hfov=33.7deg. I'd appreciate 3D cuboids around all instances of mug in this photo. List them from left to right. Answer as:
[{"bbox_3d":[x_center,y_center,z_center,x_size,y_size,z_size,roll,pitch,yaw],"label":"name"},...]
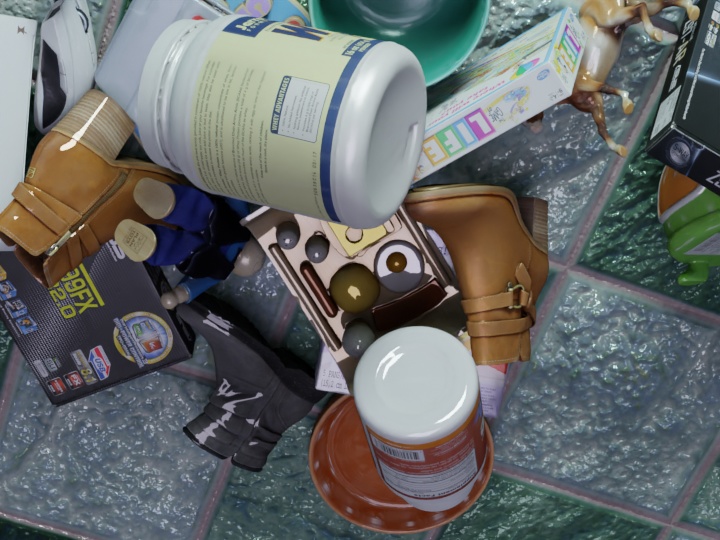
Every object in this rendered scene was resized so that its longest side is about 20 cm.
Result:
[{"bbox_3d":[0.021,-0.232,1.016,0.152,0.115,0.185,37,112,-18],"label":"mug"}]

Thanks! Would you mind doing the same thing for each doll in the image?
[{"bbox_3d":[-0.149,-0.025,1.095,0.048,0.200,0.137,27,94,24],"label":"doll"}]

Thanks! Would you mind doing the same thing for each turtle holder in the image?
[{"bbox_3d":[0.362,-0.072,1.086,0.184,0.133,0.141,-12,161,4],"label":"turtle holder"}]

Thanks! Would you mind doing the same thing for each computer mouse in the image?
[{"bbox_3d":[-0.250,-0.208,1.042,0.043,0.110,0.201,14,125,-1],"label":"computer mouse"}]

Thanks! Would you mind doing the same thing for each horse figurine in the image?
[{"bbox_3d":[0.218,-0.195,1.047,0.050,0.133,0.201,10,112,-33],"label":"horse figurine"}]

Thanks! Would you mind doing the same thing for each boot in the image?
[{"bbox_3d":[-0.234,-0.044,1.072,0.155,0.073,0.200,-59,137,-20],"label":"boot"},{"bbox_3d":[-0.135,0.118,1.187,0.200,0.070,0.132,41,94,-27],"label":"boot"},{"bbox_3d":[0.101,0.005,1.053,0.076,0.199,0.157,4,88,35],"label":"boot"}]

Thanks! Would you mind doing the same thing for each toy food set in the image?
[{"bbox_3d":[0.000,0.000,1.103,0.143,0.060,0.201,-30,104,7],"label":"toy food set"}]

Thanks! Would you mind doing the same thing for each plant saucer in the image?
[{"bbox_3d":[0.043,0.194,1.278,0.198,0.032,0.202,0,116,-1],"label":"plant saucer"}]

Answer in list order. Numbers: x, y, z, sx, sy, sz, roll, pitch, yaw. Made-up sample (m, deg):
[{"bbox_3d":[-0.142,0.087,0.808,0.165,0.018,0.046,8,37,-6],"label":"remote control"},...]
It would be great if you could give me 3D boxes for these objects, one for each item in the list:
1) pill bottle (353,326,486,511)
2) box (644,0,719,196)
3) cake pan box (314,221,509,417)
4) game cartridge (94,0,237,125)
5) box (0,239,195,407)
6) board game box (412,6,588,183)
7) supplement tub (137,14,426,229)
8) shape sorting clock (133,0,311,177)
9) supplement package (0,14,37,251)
[{"bbox_3d":[0.060,0.146,1.101,0.111,0.113,0.201,-9,147,4],"label":"pill bottle"},{"bbox_3d":[0.340,-0.146,1.015,0.159,0.201,0.044,29,149,-7],"label":"box"},{"bbox_3d":[0.057,0.040,1.175,0.198,0.052,0.186,11,104,-5],"label":"cake pan box"},{"bbox_3d":[-0.128,-0.159,1.053,0.199,0.041,0.134,31,116,-8],"label":"game cartridge"},{"bbox_3d":[-0.277,0.023,1.180,0.159,0.044,0.201,-19,116,9],"label":"box"},{"bbox_3d":[0.095,-0.142,1.022,0.199,0.135,0.034,-27,109,30],"label":"board game box"},{"bbox_3d":[-0.061,-0.122,0.944,0.198,0.145,0.146,15,119,21],"label":"supplement tub"},{"bbox_3d":[-0.123,-0.169,1.088,0.198,0.039,0.202,0,117,-1],"label":"shape sorting clock"},{"bbox_3d":[-0.373,-0.122,0.998,0.110,0.155,0.202,13,100,39],"label":"supplement package"}]
